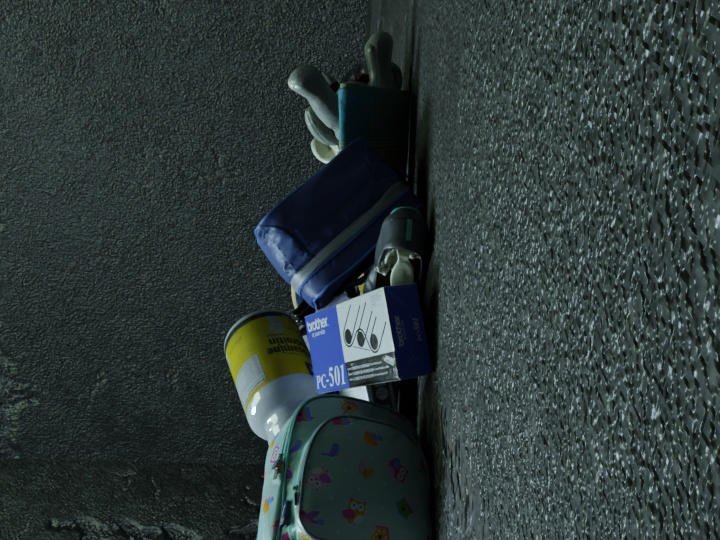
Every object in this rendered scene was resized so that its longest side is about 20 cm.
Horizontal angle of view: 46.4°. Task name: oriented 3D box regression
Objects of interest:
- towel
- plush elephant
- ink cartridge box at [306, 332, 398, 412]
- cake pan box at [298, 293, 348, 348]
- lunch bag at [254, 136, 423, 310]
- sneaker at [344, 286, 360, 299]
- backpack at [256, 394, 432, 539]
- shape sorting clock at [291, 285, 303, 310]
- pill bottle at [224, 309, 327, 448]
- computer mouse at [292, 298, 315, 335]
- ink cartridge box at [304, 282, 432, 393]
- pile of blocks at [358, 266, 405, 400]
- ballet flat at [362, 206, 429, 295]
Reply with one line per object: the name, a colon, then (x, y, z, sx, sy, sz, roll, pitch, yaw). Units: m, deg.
towel: (0.017, -0.146, 1.139, 0.146, 0.021, 0.204, -7, -79, -51)
plush elephant: (-0.015, -0.239, 1.241, 0.202, 0.164, 0.155, 61, 167, -22)
ink cartridge box: (-0.008, 0.161, 1.076, 0.198, 0.043, 0.203, 148, 110, -68)
cake pan box: (-0.038, 0.104, 1.290, 0.184, 0.052, 0.200, -48, 19, -1)
lunch bag: (-0.014, -0.052, 1.008, 0.133, 0.199, 0.136, 49, 174, 4)
sneaker: (0.000, 0.000, 1.227, 0.200, 0.079, 0.073, -163, 59, -74)
backpack: (-0.015, 0.228, 0.869, 0.202, 0.173, 0.154, -91, 21, -44)
shape sorting clock: (-0.060, -0.027, 1.315, 0.200, 0.039, 0.203, 13, -90, -71)
pill bottle: (-0.107, 0.155, 1.120, 0.201, 0.110, 0.113, -121, 26, -44)
computer mouse: (-0.059, 0.021, 1.174, 0.142, 0.045, 0.200, -68, 12, -8)
ink cartridge box: (0.002, 0.080, 0.926, 0.199, 0.044, 0.096, -24, 74, 60)
pile of blocks: (0.039, 0.077, 1.081, 0.082, 0.061, 0.204, -176, 80, -76)
ballet flat: (0.039, 0.018, 0.950, 0.202, 0.072, 0.074, 98, 174, -49)
